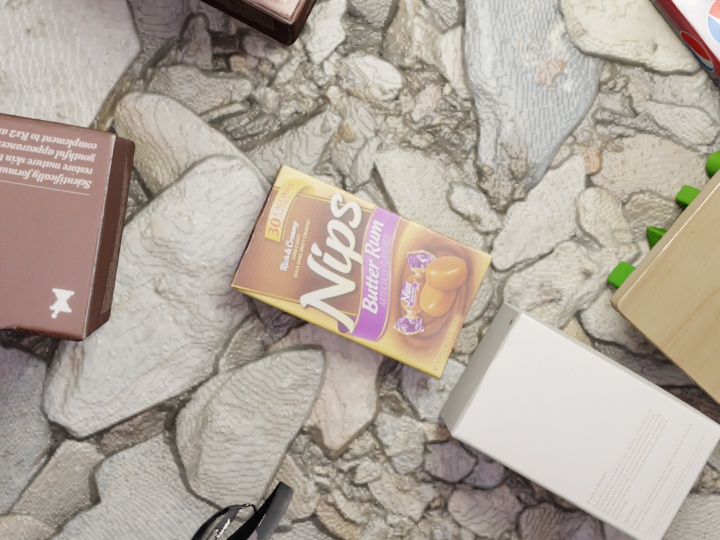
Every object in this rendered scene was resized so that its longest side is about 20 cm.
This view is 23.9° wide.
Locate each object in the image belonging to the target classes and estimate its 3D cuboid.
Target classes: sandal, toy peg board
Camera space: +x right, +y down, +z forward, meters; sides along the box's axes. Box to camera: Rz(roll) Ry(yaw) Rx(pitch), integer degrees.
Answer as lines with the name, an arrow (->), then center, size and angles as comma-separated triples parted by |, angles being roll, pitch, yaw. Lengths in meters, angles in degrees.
sandal -> -0.137, 0.252, 1.468 | 0.200, 0.076, 0.043 | -43, 96, 0
toy peg board -> 0.333, 0.005, 1.484 | 0.199, 0.098, 0.200 | 40, 91, -20

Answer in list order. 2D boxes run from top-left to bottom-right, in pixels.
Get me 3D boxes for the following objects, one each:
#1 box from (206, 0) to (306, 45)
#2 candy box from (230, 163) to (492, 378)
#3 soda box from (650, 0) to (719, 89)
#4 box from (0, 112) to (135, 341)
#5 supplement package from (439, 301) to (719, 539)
box -> -0.090, -0.297, 1.375 | 0.164, 0.200, 0.166 | 27, 91, -4
candy box -> 0.000, 0.000, 1.474 | 0.199, 0.056, 0.117 | 23, 92, -2
soda box -> 0.338, -0.188, 1.478 | 0.070, 0.063, 0.200 | -40, 93, -1
box -> -0.281, -0.041, 1.386 | 0.165, 0.200, 0.165 | 9, 92, -4
supplement package -> 0.185, 0.129, 1.456 | 0.200, 0.120, 0.122 | 30, 92, -4
